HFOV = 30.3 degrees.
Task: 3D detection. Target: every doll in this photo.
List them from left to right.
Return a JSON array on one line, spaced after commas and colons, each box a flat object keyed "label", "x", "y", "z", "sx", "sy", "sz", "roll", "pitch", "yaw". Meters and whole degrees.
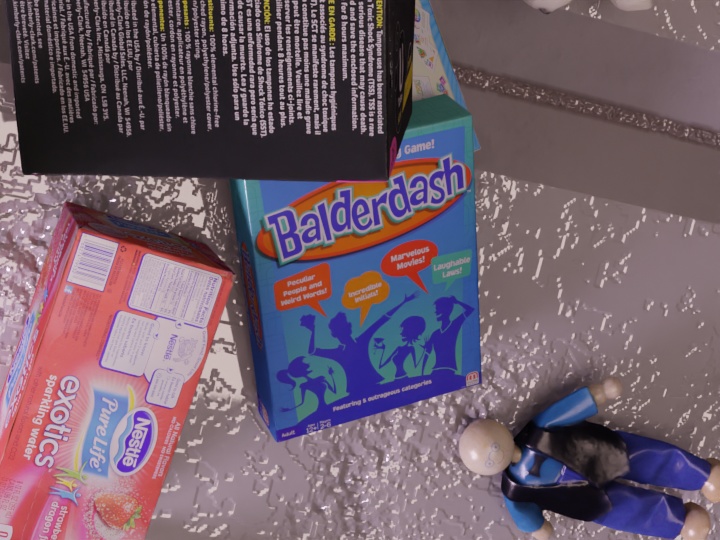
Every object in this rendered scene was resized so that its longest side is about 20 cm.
[{"label": "doll", "x": 0.165, "y": 0.141, "z": 0.964, "sx": 0.199, "sy": 0.048, "sz": 0.137, "roll": 14, "pitch": 107, "yaw": -13}]

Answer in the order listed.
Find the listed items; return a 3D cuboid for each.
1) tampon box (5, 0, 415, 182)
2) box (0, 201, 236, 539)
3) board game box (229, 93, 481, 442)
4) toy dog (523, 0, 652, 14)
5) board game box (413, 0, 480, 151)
[{"label": "tampon box", "x": -0.073, "y": -0.130, "z": 0.734, "sx": 0.199, "sy": 0.150, "sz": 0.127, "roll": 3, "pitch": 112, "yaw": 7}, {"label": "box", "x": -0.162, "y": 0.071, "z": 0.821, "sx": 0.102, "sy": 0.095, "sz": 0.201, "roll": 17, "pitch": 97, "yaw": -20}, {"label": "board game box", "x": 0.000, "y": 0.000, "z": 0.856, "sx": 0.152, "sy": 0.045, "sz": 0.201, "roll": -15, "pitch": 120, "yaw": -16}, {"label": "toy dog", "x": 0.148, "y": -0.248, "z": 0.826, "sx": 0.200, "sy": 0.140, "sz": 0.194, "roll": -40, "pitch": 110, "yaw": -3}, {"label": "board game box", "x": -0.018, "y": -0.144, "z": 0.850, "sx": 0.134, "sy": 0.034, "sz": 0.201, "roll": -25, "pitch": 108, "yaw": -11}]
